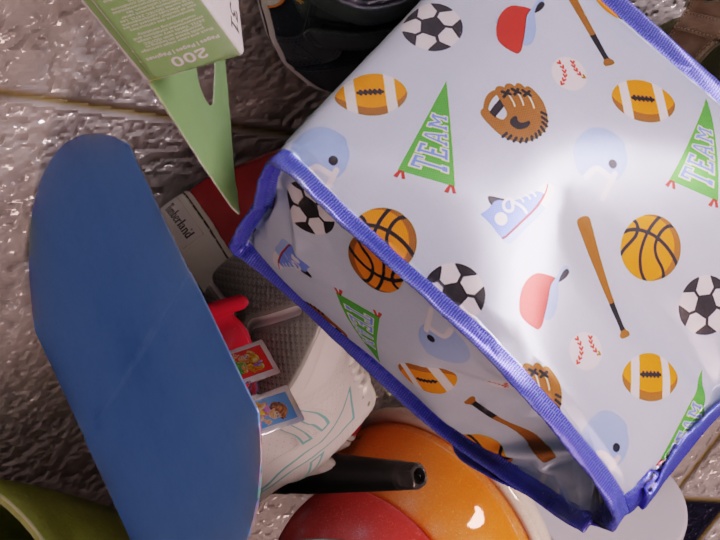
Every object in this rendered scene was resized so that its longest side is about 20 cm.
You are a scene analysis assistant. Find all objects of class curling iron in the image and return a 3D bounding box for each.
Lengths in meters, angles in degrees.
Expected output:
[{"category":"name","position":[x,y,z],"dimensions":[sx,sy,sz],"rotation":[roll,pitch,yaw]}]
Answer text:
[{"category":"curling iron","position":[-0.038,0.104,1.446],"dimensions":[0.200,0.026,0.050],"rotation":[-13,126,47]}]

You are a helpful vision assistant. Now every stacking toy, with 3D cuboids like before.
[{"category":"stacking toy","position":[-0.013,0.172,1.454],"dimensions":[0.200,0.146,0.146],"rotation":[-35,150,-36]}]

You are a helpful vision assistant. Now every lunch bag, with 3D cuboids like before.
[{"category":"lunch bag","position":[0.076,-0.013,1.206],"dimensions":[0.170,0.200,0.124],"rotation":[-49,175,-22]}]

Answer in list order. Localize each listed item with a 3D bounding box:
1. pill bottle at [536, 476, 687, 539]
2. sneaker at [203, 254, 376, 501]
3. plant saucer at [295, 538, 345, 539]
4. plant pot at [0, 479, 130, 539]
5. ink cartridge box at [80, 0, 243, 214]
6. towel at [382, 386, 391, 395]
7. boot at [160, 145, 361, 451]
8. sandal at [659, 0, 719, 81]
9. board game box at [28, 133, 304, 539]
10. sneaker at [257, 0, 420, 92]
[{"category":"pill bottle","position":[0.119,0.196,1.680],"dimensions":[0.120,0.120,0.200],"rotation":[-13,139,-24]},{"category":"sneaker","position":[-0.031,0.042,1.327],"dimensions":[0.080,0.070,0.200],"rotation":[-14,155,-25]},{"category":"plant saucer","position":[-0.050,0.207,1.358],"dimensions":[0.200,0.036,0.200],"rotation":[-14,118,-29]},{"category":"plant pot","position":[-0.145,0.188,1.458],"dimensions":[0.187,0.187,0.200],"rotation":[-50,154,23]},{"category":"ink cartridge box","position":[-0.071,-0.134,1.143],"dimensions":[0.048,0.146,0.200],"rotation":[-16,146,15]},{"category":"towel","position":[0.052,-0.051,1.350],"dimensions":[0.200,0.036,0.148],"rotation":[-54,145,-27]},{"category":"boot","position":[0.000,0.000,1.416],"dimensions":[0.144,0.072,0.200],"rotation":[-33,142,-5]},{"category":"sandal","position":[0.155,-0.092,1.348],"dimensions":[0.057,0.201,0.080],"rotation":[32,82,-17]},{"category":"board game box","position":[-0.082,0.036,1.289],"dimensions":[0.039,0.200,0.158],"rotation":[-15,158,-30]},{"category":"sneaker","position":[0.001,-0.132,1.256],"dimensions":[0.078,0.079,0.200],"rotation":[-23,144,-15]}]
